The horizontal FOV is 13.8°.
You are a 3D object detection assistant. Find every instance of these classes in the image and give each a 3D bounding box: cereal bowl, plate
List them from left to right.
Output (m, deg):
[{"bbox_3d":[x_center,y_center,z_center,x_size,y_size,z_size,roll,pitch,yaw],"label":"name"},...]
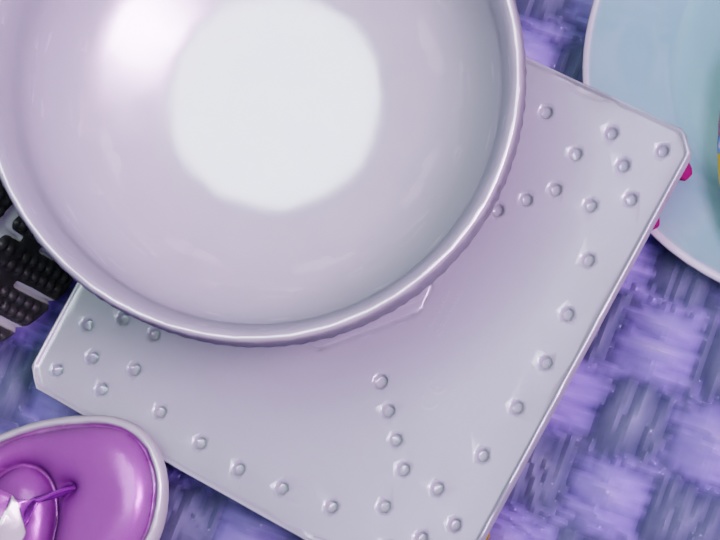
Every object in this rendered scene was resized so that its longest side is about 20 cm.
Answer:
[{"bbox_3d":[-0.036,-0.067,1.099,0.200,0.083,0.200,-1,81,6],"label":"cereal bowl"},{"bbox_3d":[0.184,-0.079,1.129,0.200,0.026,0.200,-4,74,13],"label":"plate"}]

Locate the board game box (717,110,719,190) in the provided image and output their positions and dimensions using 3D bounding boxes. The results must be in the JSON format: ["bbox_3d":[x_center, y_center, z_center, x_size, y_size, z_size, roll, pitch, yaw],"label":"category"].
[{"bbox_3d":[0.193,-0.067,1.039,0.200,0.039,0.158,-46,50,24],"label":"board game box"}]

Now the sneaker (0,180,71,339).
[{"bbox_3d":[-0.137,-0.058,1.182,0.080,0.074,0.200,23,76,33],"label":"sneaker"}]

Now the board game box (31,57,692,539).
[{"bbox_3d":[0.000,0.000,1.138,0.200,0.026,0.200,27,86,25],"label":"board game box"}]

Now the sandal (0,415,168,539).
[{"bbox_3d":[-0.167,0.114,1.139,0.202,0.050,0.083,-21,79,16],"label":"sandal"}]
